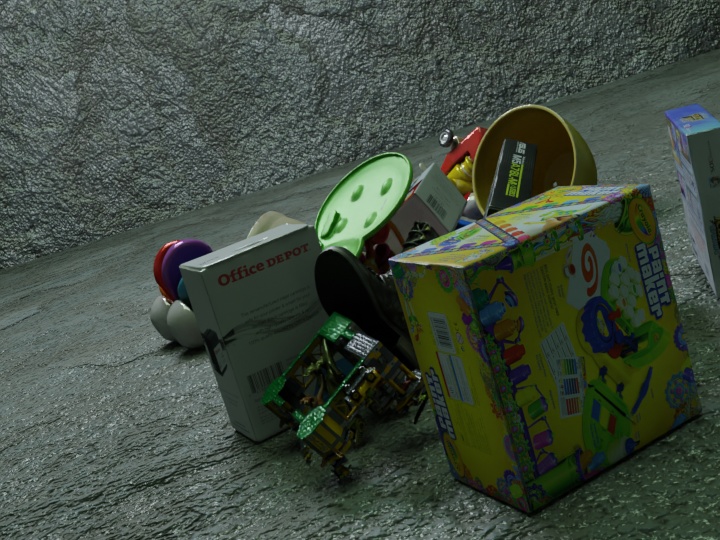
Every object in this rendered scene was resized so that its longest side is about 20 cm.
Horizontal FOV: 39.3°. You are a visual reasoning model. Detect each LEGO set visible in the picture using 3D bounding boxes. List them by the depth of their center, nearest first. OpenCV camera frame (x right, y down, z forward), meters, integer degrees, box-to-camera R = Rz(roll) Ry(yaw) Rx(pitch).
[{"bbox_3d":[-0.002,0.134,1.003,0.154,0.116,0.199,-53,20,-16],"label":"LEGO set"}]

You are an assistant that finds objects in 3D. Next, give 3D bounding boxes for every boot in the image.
[{"bbox_3d":[0.039,0.006,1.129,0.069,0.201,0.175,-9,37,38],"label":"boot"}]

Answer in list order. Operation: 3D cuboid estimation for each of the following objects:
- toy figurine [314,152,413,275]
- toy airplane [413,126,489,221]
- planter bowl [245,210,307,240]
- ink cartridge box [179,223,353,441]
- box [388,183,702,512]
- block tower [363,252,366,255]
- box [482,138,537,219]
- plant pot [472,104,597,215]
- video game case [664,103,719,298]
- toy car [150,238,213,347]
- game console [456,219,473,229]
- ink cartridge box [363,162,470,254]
[{"bbox_3d":[0.045,-0.010,1.252,0.149,0.184,0.202,-9,45,44],"label":"toy figurine"},{"bbox_3d":[0.159,-0.121,1.705,0.198,0.201,0.141,-29,43,-12],"label":"toy airplane"},{"bbox_3d":[-0.076,0.037,1.310,0.133,0.203,0.200,15,21,12],"label":"planter bowl"},{"bbox_3d":[-0.099,0.065,1.132,0.144,0.203,0.083,-23,14,-25],"label":"ink cartridge box"},{"bbox_3d":[0.155,0.054,0.834,0.191,0.203,0.122,-22,12,-24],"label":"box"},{"bbox_3d":[0.000,0.000,1.419,0.197,0.055,0.058,14,0,15],"label":"block tower"},{"bbox_3d":[0.146,-0.017,1.100,0.047,0.202,0.194,13,29,4],"label":"box"},{"bbox_3d":[0.298,-0.150,1.615,0.198,0.203,0.141,-5,-9,44],"label":"plant pot"},{"bbox_3d":[0.397,-0.087,1.152,0.045,0.184,0.200,-13,13,14],"label":"video game case"},{"bbox_3d":[-0.261,0.018,1.610,0.175,0.151,0.199,-39,20,-21],"label":"toy car"},{"bbox_3d":[0.142,-0.006,1.534,0.168,0.120,0.200,15,14,-2],"label":"game console"},{"bbox_3d":[0.058,-0.059,1.515,0.199,0.084,0.176,-39,8,28],"label":"ink cartridge box"}]
